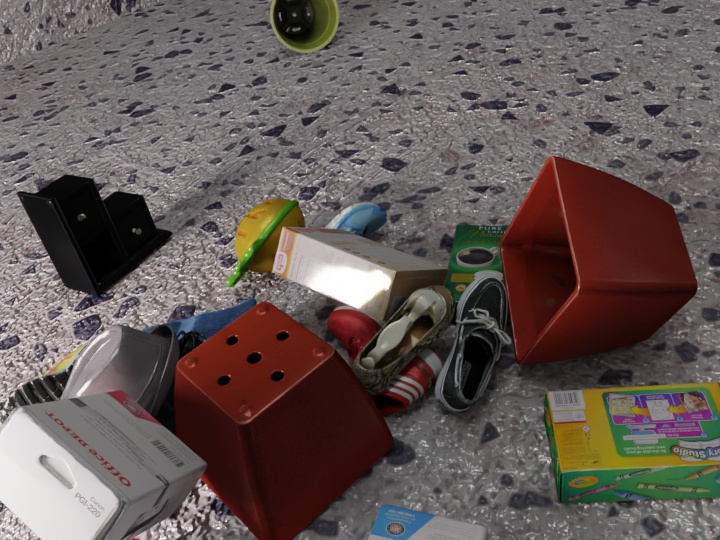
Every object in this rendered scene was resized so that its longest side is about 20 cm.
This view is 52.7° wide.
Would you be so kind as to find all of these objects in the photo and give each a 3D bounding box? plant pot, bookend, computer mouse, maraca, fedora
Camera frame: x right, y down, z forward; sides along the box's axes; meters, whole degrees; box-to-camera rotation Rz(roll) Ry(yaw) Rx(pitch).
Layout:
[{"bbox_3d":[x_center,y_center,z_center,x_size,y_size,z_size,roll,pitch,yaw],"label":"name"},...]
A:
[{"bbox_3d":[-0.181,-0.753,2.147,0.200,0.200,0.190,-18,23,-9],"label":"plant pot"},{"bbox_3d":[-0.463,-0.096,1.293,0.092,0.199,0.200,11,40,30],"label":"bookend"},{"bbox_3d":[-0.253,0.183,0.944,0.138,0.053,0.200,-22,46,45],"label":"computer mouse"},{"bbox_3d":[-0.161,-0.046,1.216,0.107,0.137,0.200,34,45,1],"label":"maraca"},{"bbox_3d":[-0.104,0.160,0.855,0.200,0.176,0.200,-37,48,-27],"label":"plant pot"},{"bbox_3d":[-0.318,0.145,0.929,0.200,0.090,0.177,-46,32,22],"label":"fedora"},{"bbox_3d":[0.307,-0.002,0.940,0.176,0.200,0.200,5,56,-8],"label":"plant pot"}]

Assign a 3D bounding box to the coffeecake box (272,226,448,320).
[{"bbox_3d":[0.000,0.000,1.051,0.200,0.073,0.153,22,14,31],"label":"coffeecake box"}]

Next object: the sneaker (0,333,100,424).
[{"bbox_3d":[-0.420,0.165,1.050,0.200,0.078,0.090,-36,10,-18],"label":"sneaker"}]

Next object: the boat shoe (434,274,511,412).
[{"bbox_3d":[0.154,0.086,0.942,0.074,0.068,0.200,33,63,-6],"label":"boat shoe"}]

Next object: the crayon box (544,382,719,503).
[{"bbox_3d":[0.316,0.192,0.819,0.200,0.058,0.119,-5,37,8],"label":"crayon box"}]

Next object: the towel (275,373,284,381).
[{"bbox_3d":[-0.175,0.171,1.014,0.200,0.024,0.145,-25,40,-15],"label":"towel"}]

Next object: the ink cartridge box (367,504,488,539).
[{"bbox_3d":[0.045,0.334,0.690,0.116,0.067,0.200,6,39,22],"label":"ink cartridge box"}]

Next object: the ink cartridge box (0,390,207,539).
[{"bbox_3d":[-0.269,0.206,0.754,0.146,0.200,0.085,37,90,11],"label":"ink cartridge box"}]

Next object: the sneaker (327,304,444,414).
[{"bbox_3d":[0.004,0.120,0.984,0.200,0.078,0.115,22,46,38],"label":"sneaker"}]

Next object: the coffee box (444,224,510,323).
[{"bbox_3d":[0.196,0.002,1.120,0.123,0.044,0.200,1,38,13],"label":"coffee box"}]

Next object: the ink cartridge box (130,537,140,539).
[{"bbox_3d":[-0.257,0.369,0.707,0.145,0.083,0.200,8,40,23],"label":"ink cartridge box"}]

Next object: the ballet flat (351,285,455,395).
[{"bbox_3d":[0.061,0.075,0.930,0.068,0.075,0.200,34,60,21],"label":"ballet flat"}]

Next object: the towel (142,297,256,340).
[{"bbox_3d":[-0.241,0.103,1.069,0.200,0.049,0.112,-13,28,7],"label":"towel"}]

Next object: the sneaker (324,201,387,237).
[{"bbox_3d":[-0.025,-0.039,1.229,0.200,0.078,0.090,-37,60,-25],"label":"sneaker"}]
